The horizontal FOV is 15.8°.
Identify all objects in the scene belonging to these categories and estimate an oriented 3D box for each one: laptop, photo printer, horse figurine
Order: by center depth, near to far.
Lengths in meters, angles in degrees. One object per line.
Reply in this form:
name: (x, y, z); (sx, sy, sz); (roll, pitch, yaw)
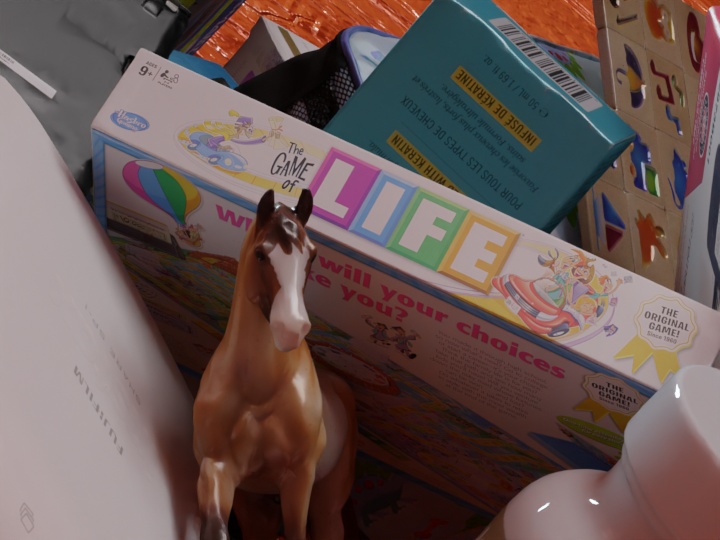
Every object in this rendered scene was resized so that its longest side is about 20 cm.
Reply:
photo printer: (-0.104, 0.048, 0.733); (0.200, 0.069, 0.167); (-87, 152, -68)
horse figurine: (-0.022, 0.068, 0.801); (0.200, 0.050, 0.133); (64, 22, -71)
laptop: (-0.163, -0.102, 0.939); (0.177, 0.103, 0.200); (35, 45, -11)

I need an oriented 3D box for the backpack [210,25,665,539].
backpack: (0.046, 0.007, 1.028); (0.183, 0.147, 0.201); (6, 65, -57)

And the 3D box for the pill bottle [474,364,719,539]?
pill bottle: (0.062, 0.130, 0.740); (0.116, 0.200, 0.116); (36, 18, -14)

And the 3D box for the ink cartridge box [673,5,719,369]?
ink cartridge box: (0.156, 0.016, 0.850); (0.084, 0.145, 0.200); (3, 26, -1)

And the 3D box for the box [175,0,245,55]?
box: (-0.084, -0.137, 1.199); (0.048, 0.122, 0.200); (47, 19, 0)

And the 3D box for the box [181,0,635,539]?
box: (0.000, 0.000, 0.919); (0.082, 0.200, 0.049); (42, 16, 7)

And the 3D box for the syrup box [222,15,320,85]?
syrup box: (0.013, -0.031, 1.218); (0.200, 0.079, 0.082); (26, 23, -37)

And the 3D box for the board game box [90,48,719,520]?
board game box: (0.010, 0.018, 0.830); (0.200, 0.034, 0.135); (25, -28, 9)

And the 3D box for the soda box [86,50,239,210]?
soda box: (-0.115, -0.057, 1.044); (0.068, 0.064, 0.200); (50, 20, 28)

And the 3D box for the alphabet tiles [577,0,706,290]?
alphabet tiles: (0.124, -0.020, 1.015); (0.167, 0.008, 0.201); (19, 61, -55)
